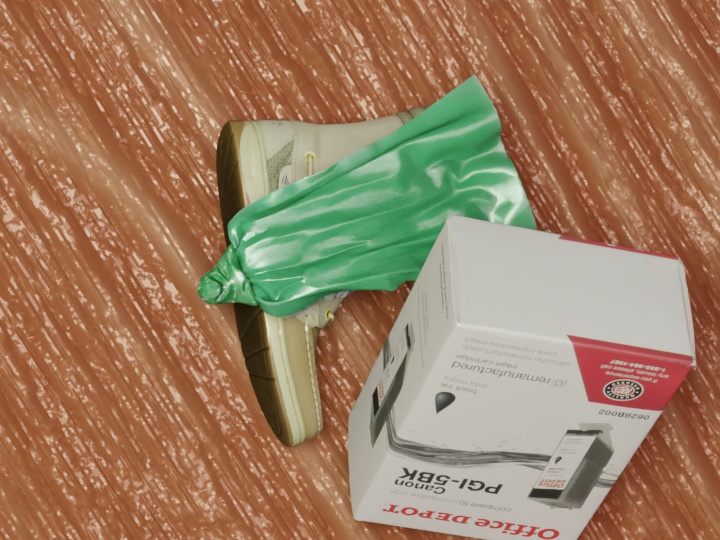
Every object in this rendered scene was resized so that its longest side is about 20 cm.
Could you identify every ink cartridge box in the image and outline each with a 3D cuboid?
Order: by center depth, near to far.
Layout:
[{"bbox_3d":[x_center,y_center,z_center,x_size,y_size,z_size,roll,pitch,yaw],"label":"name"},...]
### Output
[{"bbox_3d":[0.089,0.072,1.326,0.147,0.200,0.083,10,49,-13],"label":"ink cartridge box"}]

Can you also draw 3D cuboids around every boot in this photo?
[{"bbox_3d":[0.000,0.000,1.387,0.154,0.072,0.200,-7,85,-18],"label":"boot"}]

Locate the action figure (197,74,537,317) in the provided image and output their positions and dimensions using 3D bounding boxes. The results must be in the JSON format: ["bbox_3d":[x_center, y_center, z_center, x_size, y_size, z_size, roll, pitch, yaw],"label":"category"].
[{"bbox_3d":[-0.003,-0.024,1.325,0.200,0.055,0.118,-21,86,-12],"label":"action figure"}]
